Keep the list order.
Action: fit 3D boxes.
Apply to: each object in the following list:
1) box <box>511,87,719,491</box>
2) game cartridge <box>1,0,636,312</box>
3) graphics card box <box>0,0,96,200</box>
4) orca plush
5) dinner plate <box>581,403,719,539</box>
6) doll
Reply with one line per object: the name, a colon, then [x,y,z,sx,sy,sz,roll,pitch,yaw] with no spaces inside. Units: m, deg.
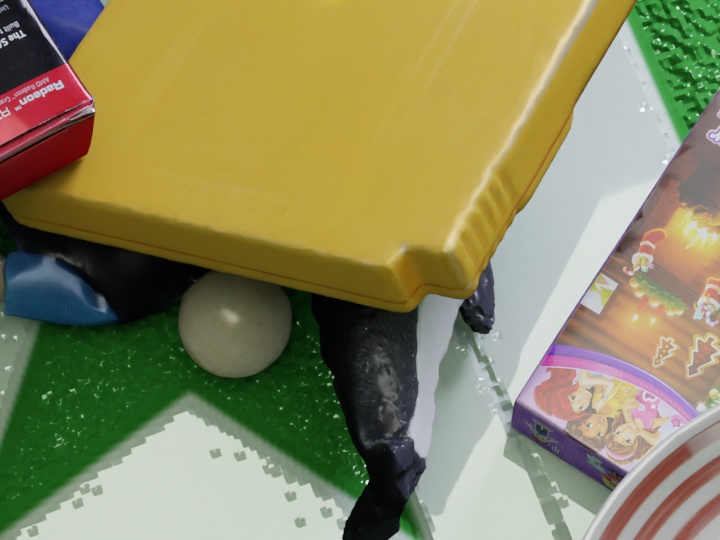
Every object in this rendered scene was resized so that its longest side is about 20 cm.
box: [0.170,0.047,0.816,0.200,0.039,0.137,32,76,10]
game cartridge: [-0.001,-0.081,0.778,0.176,0.032,0.200,13,60,33]
graphics card box: [-0.184,-0.094,0.741,0.125,0.051,0.200,-31,79,-16]
orca plush: [0.000,0.000,0.807,0.071,0.105,0.201,-4,62,19]
dinner plate: [0.156,0.130,0.729,0.199,0.024,0.201,-2,78,7]
doll: [-0.091,-0.046,0.842,0.136,0.048,0.200,-38,76,-4]
